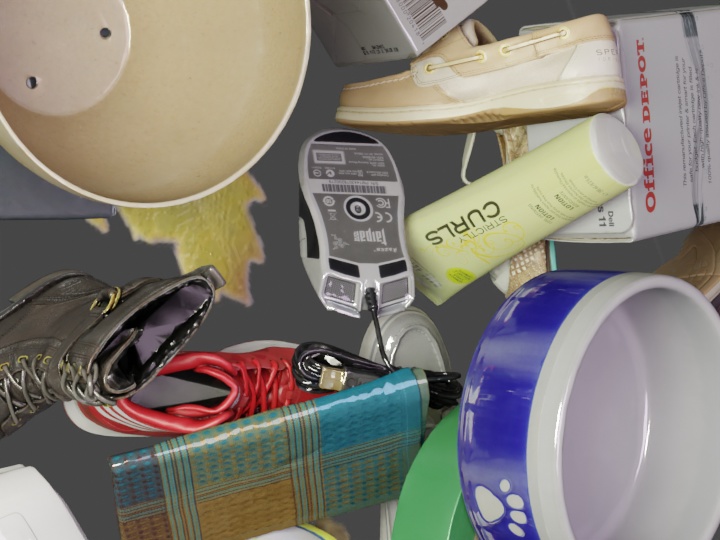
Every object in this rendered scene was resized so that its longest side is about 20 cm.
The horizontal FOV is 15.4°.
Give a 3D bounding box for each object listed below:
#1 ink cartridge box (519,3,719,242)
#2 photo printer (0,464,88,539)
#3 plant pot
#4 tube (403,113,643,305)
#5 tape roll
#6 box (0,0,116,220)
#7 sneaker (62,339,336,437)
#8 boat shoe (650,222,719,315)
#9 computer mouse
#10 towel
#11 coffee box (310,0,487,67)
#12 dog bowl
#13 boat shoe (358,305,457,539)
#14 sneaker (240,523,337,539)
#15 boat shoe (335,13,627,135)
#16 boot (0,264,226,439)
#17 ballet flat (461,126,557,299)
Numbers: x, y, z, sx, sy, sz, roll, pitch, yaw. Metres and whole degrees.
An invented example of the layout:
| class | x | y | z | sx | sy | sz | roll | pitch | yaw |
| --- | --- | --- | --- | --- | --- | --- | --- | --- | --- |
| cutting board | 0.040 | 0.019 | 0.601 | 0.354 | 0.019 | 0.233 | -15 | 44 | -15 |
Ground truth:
| class | x | y | z | sx | sy | sz | roll | pitch | yaw |
| --- | --- | --- | --- | --- | --- | --- | --- | --- | --- |
| ink cartridge box | 0.197 | -0.101 | 1.779 | 0.200 | 0.083 | 0.147 | -11 | 98 | -51 |
| photo printer | -0.220 | 0.230 | 1.609 | 0.166 | 0.069 | 0.200 | -36 | 108 | -22 |
| plant pot | -0.146 | -0.134 | 1.479 | 0.200 | 0.134 | 0.201 | 0 | 91 | -29 |
| tube | 0.093 | -0.036 | 1.712 | 0.052 | 0.200 | 0.058 | -15 | 79 | -51 |
| tape roll | 0.098 | 0.177 | 1.687 | 0.200 | 0.048 | 0.201 | -8 | 100 | -48 |
| box | -0.251 | -0.101 | 1.558 | 0.200 | 0.104 | 0.148 | 0 | 92 | -29 |
| sneaker | -0.075 | 0.084 | 1.656 | 0.200 | 0.115 | 0.079 | -2 | 94 | -28 |
| boat shoe | 0.239 | 0.019 | 1.838 | 0.200 | 0.072 | 0.065 | -45 | 119 | -41 |
| computer mouse | 0.000 | 0.000 | 1.702 | 0.109 | 0.044 | 0.200 | 2 | 58 | -17 |
| towel | -0.055 | 0.123 | 1.642 | 0.200 | 0.147 | 0.022 | -14 | 59 | -10 |
| coffee box | 0.062 | -0.221 | 1.721 | 0.200 | 0.114 | 0.080 | -40 | 109 | -23 |
| dog bowl | 0.150 | 0.099 | 1.642 | 0.200 | 0.079 | 0.201 | -8 | 100 | -49 |
| boat shoe | 0.042 | 0.124 | 1.749 | 0.072 | 0.068 | 0.200 | -1 | 93 | -29 |
| sneaker | 0.010 | 0.231 | 1.716 | 0.200 | 0.105 | 0.076 | 40 | 73 | -25 |
| boat shoe | 0.076 | -0.127 | 1.701 | 0.074 | 0.200 | 0.069 | 6 | 81 | -63 |
| boot | -0.185 | 0.060 | 1.561 | 0.200 | 0.174 | 0.069 | -46 | 112 | -20 |
| ballet flat | 0.101 | -0.047 | 1.787 | 0.065 | 0.071 | 0.200 | -2 | 91 | -2 |
